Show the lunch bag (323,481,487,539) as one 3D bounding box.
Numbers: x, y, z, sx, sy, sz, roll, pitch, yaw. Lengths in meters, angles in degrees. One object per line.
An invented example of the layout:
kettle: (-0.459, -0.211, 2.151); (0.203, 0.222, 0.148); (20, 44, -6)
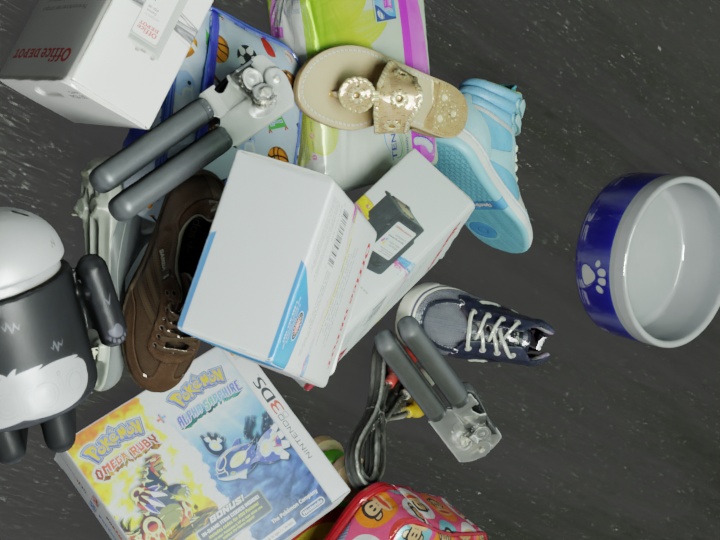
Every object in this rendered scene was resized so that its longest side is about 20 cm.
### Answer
lunch bag: (0.024, 0.301, 1.364); (0.177, 0.082, 0.200); (-56, 148, 4)

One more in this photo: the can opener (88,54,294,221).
can opener: (-0.132, -0.106, 1.115); (0.200, 0.066, 0.053); (-41, 101, -33)

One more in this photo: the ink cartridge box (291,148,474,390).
ink cartridge box: (0.000, 0.000, 1.313); (0.083, 0.146, 0.200); (42, 64, 7)

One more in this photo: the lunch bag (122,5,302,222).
lunch bag: (-0.128, -0.121, 1.209); (0.160, 0.075, 0.201); (23, 63, -42)

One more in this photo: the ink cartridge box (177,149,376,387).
ink cartridge box: (-0.060, 0.005, 1.110); (0.200, 0.084, 0.145); (43, 65, -75)

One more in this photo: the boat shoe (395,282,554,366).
boat shoe: (0.124, 0.058, 1.437); (0.199, 0.092, 0.075); (6, 94, -55)

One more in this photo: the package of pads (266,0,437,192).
package of pads: (-0.007, -0.180, 1.333); (0.154, 0.068, 0.201); (-18, 108, -36)

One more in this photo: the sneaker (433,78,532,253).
sneaker: (0.147, -0.119, 1.467); (0.200, 0.079, 0.131); (55, 53, -44)

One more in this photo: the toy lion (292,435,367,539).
toy lion: (-0.069, 0.269, 1.370); (0.199, 0.068, 0.193); (-5, 108, -38)

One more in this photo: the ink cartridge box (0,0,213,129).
ink cartridge box: (-0.190, -0.220, 1.125); (0.083, 0.146, 0.201); (32, 78, -35)

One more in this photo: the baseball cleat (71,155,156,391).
baseball cleat: (-0.196, 0.003, 1.209); (0.106, 0.070, 0.202); (-4, 101, -38)

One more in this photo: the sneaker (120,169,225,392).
sneaker: (-0.148, 0.020, 1.129); (0.070, 0.076, 0.201); (5, 114, -23)

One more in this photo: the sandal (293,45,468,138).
sandal: (0.040, -0.160, 1.282); (0.211, 0.069, 0.078); (6, 92, -44)

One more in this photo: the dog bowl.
dog bowl: (0.346, -0.015, 1.644); (0.199, 0.079, 0.202); (-8, 103, -38)

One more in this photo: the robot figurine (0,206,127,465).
robot figurine: (-0.281, 0.049, 1.115); (0.150, 0.124, 0.201); (-30, 116, -43)

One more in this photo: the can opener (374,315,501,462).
can opener: (0.077, 0.116, 1.406); (0.053, 0.067, 0.200); (-31, 122, 8)

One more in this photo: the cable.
cable: (0.030, 0.132, 1.383); (0.098, 0.050, 0.200); (68, 25, -17)

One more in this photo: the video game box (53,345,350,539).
video game box: (-0.138, 0.180, 1.240); (0.200, 0.047, 0.182); (-32, 77, -31)
